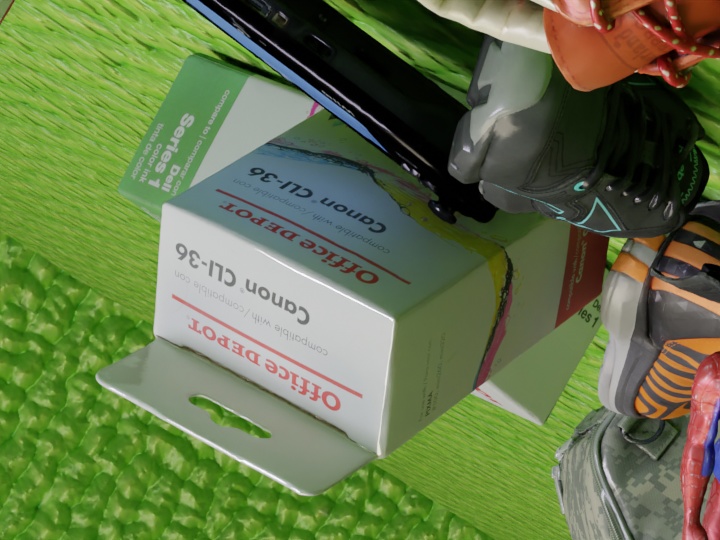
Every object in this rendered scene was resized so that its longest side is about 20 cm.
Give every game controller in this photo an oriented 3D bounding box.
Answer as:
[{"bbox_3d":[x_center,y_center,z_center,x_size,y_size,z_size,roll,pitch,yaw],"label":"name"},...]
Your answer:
[{"bbox_3d":[-0.029,-0.086,1.130,0.200,0.042,0.104,37,-172,17],"label":"game controller"}]

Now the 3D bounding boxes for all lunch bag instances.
[{"bbox_3d":[0.186,0.133,1.606,0.168,0.139,0.200,45,173,5],"label":"lunch bag"}]

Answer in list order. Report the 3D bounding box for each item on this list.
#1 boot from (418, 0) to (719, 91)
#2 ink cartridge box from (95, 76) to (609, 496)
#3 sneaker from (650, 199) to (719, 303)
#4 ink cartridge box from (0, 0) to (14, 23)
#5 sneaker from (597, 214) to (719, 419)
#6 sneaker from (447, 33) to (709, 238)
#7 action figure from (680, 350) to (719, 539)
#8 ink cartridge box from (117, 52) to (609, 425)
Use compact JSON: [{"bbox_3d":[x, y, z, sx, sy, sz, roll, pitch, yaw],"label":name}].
[{"bbox_3d":[0.090,-0.076,0.609,0.199,0.108,0.075,19,166,49],"label":"boot"},{"bbox_3d":[0.000,0.000,1.171,0.116,0.200,0.068,25,128,27],"label":"ink cartridge box"},{"bbox_3d":[0.169,0.004,1.028,0.104,0.060,0.200,25,177,-3],"label":"sneaker"},{"bbox_3d":[-0.185,-0.161,0.934,0.199,0.147,0.083,27,172,15],"label":"ink cartridge box"},{"bbox_3d":[0.162,0.040,1.244,0.112,0.078,0.200,29,173,15],"label":"sneaker"},{"bbox_3d":[0.079,-0.052,1.014,0.079,0.076,0.200,18,180,10],"label":"sneaker"},{"bbox_3d":[0.154,0.092,1.125,0.065,0.100,0.200,1,158,9],"label":"action figure"},{"bbox_3d":[0.005,-0.016,1.449,0.199,0.084,0.145,23,170,40],"label":"ink cartridge box"}]
